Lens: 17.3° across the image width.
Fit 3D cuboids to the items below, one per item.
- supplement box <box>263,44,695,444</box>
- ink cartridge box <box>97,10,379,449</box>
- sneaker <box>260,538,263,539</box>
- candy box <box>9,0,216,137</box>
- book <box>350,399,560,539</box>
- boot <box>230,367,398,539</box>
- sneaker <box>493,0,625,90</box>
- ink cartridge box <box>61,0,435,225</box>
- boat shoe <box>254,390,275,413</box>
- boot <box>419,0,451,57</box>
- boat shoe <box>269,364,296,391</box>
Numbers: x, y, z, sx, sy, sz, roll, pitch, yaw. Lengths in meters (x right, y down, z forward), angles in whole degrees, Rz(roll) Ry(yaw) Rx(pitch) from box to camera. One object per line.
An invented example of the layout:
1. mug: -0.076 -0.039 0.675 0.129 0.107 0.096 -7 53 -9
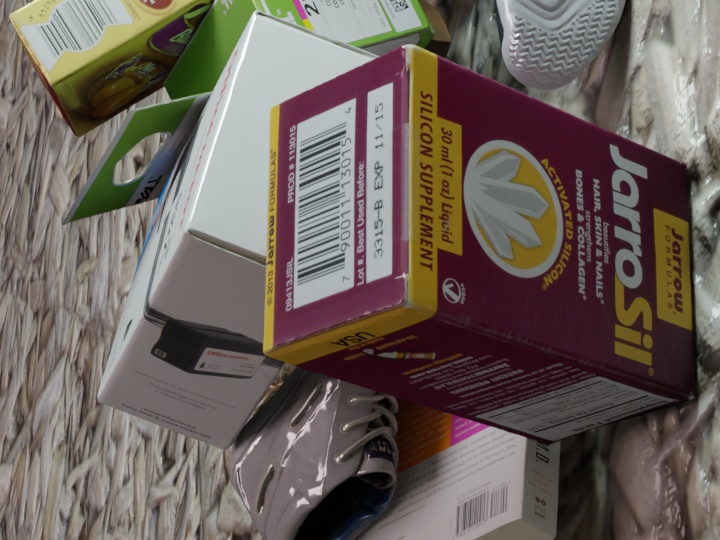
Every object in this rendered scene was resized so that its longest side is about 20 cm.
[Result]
1. supplement box: 0.059 -0.007 1.136 0.103 0.199 0.132 -20 62 43
2. ink cartridge box: -0.063 -0.018 1.250 0.200 0.083 0.146 125 163 -57
3. sneaker: -0.051 0.220 1.604 0.200 0.070 0.076 -57 14 42
4. candy box: -0.103 -0.164 1.403 0.057 0.200 0.117 56 175 10
5. book: 0.055 0.076 1.280 0.133 0.048 0.201 -32 38 40
6. boot: 0.007 0.074 1.261 0.200 0.073 0.096 -56 37 23
7. sneaker: 0.095 -0.174 1.326 0.114 0.075 0.201 133 147 -59
8. ink cartridge box: -0.078 -0.111 1.363 0.076 0.199 0.148 64 149 14
9. boat shoe: -0.030 0.108 1.525 0.063 0.073 0.201 57 -168 -44
10. boot: 0.026 -0.055 1.485 0.201 0.073 0.155 -96 20 -45
11. boat shoe: -0.033 0.053 1.488 0.199 0.066 0.074 15 108 41
